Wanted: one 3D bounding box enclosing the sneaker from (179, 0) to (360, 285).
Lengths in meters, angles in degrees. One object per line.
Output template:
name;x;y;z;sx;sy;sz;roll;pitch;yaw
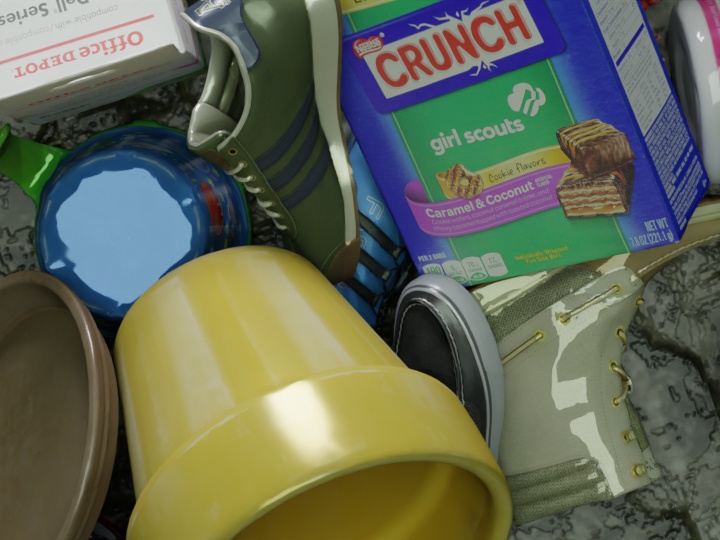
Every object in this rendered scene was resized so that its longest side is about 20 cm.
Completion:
sneaker;-0.057;-0.074;1.272;0.090;0.067;0.200;-18;122;-22

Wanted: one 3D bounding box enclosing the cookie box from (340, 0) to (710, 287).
cookie box;0.083;-0.101;1.305;0.171;0.075;0.200;-12;115;30

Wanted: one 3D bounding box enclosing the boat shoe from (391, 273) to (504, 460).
boat shoe;0.040;0.104;1.352;0.070;0.066;0.200;12;115;32

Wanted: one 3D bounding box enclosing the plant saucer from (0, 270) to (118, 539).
plant saucer;-0.194;0.100;1.284;0.029;0.200;0.200;15;92;-38

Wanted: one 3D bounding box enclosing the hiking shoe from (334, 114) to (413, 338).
hiking shoe;0.000;0.000;1.373;0.087;0.074;0.200;-8;91;1

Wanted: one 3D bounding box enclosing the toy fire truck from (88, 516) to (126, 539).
toy fire truck;-0.123;0.196;1.359;0.200;0.176;0.129;29;91;-42

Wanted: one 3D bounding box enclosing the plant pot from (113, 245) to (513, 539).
plant pot;-0.044;0.096;1.243;0.201;0.201;0.189;-29;52;1

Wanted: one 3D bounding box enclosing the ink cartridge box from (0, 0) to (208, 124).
ink cartridge box;-0.158;-0.135;1.309;0.117;0.200;0.067;-17;91;1

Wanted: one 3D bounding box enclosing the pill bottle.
pill bottle;0.291;-0.120;1.348;0.200;0.113;0.114;-9;91;1

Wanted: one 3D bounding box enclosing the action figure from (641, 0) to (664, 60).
action figure;0.146;-0.184;1.361;0.099;0.065;0.200;-3;93;34

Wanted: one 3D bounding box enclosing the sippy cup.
sippy cup;-0.134;-0.022;1.347;0.178;0.130;0.140;-4;91;1

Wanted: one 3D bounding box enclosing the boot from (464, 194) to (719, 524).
boot;0.154;0.053;1.374;0.200;0.072;0.155;-25;90;8
